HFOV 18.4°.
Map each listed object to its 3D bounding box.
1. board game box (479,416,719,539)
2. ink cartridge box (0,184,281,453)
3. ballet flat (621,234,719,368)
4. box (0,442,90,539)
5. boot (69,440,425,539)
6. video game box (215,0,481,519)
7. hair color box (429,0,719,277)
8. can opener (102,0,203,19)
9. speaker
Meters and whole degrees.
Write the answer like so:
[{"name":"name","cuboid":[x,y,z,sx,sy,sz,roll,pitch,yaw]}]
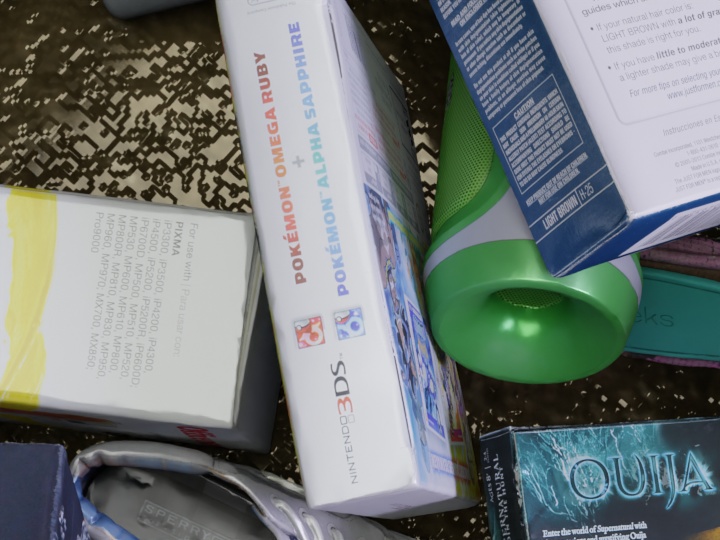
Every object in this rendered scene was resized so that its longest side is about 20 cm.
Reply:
[{"name":"board game box","cuboid":[0.144,0.122,0.848,0.199,0.028,0.136,-1,77,-27]},{"name":"ink cartridge box","cuboid":[-0.131,0.016,0.864,0.199,0.145,0.084,6,82,4]},{"name":"ballet flat","cuboid":[0.175,0.015,0.865,0.199,0.071,0.069,13,126,31]},{"name":"box","cuboid":[-0.156,0.192,0.781,0.117,0.200,0.198,0,57,3]},{"name":"boot","cuboid":[-0.025,0.122,0.868,0.199,0.096,0.074,19,83,5]},{"name":"video game box","cuboid":[0.000,0.000,0.834,0.047,0.200,0.183,-14,80,7]},{"name":"hair color box","cuboid":[0.080,-0.108,0.795,0.100,0.061,0.201,-15,77,-31]},{"name":"can opener","cuboid":[-0.024,-0.150,0.902,0.199,0.053,0.067,-14,42,25]},{"name":"speaker","cuboid":[0.072,-0.060,0.866,0.088,0.089,0.201,5,57,3]}]
